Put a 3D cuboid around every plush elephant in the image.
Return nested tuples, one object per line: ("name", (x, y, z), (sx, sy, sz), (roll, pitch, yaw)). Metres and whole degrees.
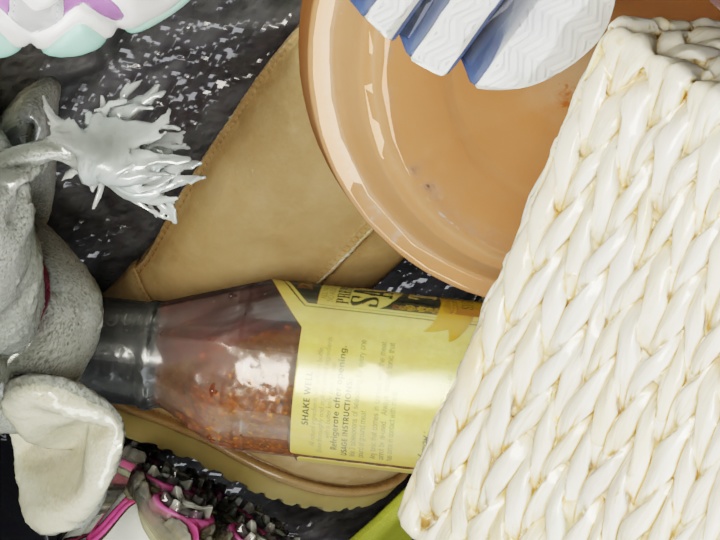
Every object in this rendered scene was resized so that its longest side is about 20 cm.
("plush elephant", (-0.145, 0.004, 0.928), (0.200, 0.165, 0.155), (-6, 151, -2))

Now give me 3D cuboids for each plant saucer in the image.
("plant saucer", (0.080, -0.077, 0.957), (0.200, 0.032, 0.201), (-5, 115, -11))

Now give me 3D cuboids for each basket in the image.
("basket", (0.149, 0.038, 0.893), (0.198, 0.161, 0.200), (-7, 125, -48))

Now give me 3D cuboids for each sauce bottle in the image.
("sauce bottle", (-0.015, 0.036, 1.006), (0.200, 0.066, 0.066), (7, 141, 2))

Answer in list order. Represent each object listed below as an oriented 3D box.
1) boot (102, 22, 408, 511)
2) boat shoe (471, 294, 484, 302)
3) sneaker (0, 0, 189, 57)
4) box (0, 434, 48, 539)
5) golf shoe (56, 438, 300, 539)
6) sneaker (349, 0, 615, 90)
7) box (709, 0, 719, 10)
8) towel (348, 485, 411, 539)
("boot", (0.000, 0.000, 1.064), (0.175, 0.066, 0.200), (16, 131, -36))
("boat shoe", (0.082, -0.024, 1.040), (0.068, 0.072, 0.200), (19, 112, -43))
("sneaker", (-0.125, -0.134, 0.833), (0.200, 0.078, 0.140), (-2, 141, -20))
("box", (-0.251, 0.138, 1.088), (0.200, 0.123, 0.198), (12, 134, -35))
("golf shoe", (-0.076, 0.119, 1.078), (0.073, 0.200, 0.092), (28, 85, -10))
("sneaker", (-0.019, -0.137, 0.852), (0.199, 0.115, 0.081), (30, 115, -25))
("box", (0.186, -0.161, 0.816), (0.164, 0.166, 0.200), (14, 117, -34))
("towel", (0.040, 0.076, 1.181), (0.200, 0.018, 0.086), (-47, 166, 33))
